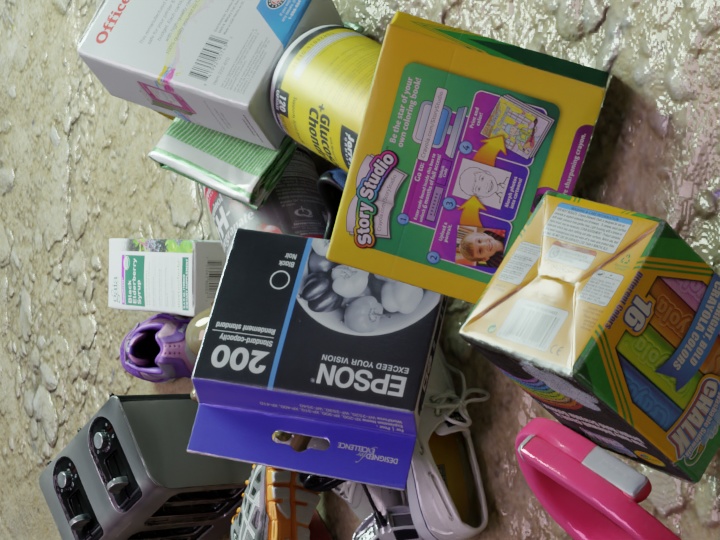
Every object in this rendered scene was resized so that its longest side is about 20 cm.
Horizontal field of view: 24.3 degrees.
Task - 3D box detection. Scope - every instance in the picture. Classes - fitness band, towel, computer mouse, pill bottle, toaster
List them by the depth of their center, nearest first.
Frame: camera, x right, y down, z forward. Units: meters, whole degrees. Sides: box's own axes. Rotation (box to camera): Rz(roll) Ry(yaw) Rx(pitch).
[{"bbox_3d":[0.182,0.180,1.200,0.200,0.037,0.144,32,160,50],"label":"fitness band"},{"bbox_3d":[0.020,-0.130,1.433,0.200,0.112,0.112,34,118,43],"label":"pill bottle"},{"bbox_3d":[0.031,0.245,1.457,0.110,0.044,0.200,-23,85,10],"label":"computer mouse"},{"bbox_3d":[-0.098,-0.164,1.577,0.153,0.023,0.200,24,78,36],"label":"towel"},{"bbox_3d":[-0.087,-0.060,1.602,0.111,0.111,0.200,-52,49,43],"label":"pill bottle"},{"bbox_3d":[-0.204,0.212,1.727,0.181,0.200,0.119,-44,58,38],"label":"toaster"}]

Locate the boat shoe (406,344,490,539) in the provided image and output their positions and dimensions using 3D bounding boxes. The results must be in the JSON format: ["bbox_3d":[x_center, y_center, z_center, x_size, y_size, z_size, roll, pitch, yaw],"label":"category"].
[{"bbox_3d":[0.069,0.128,1.408,0.086,0.075,0.202,-24,73,54],"label":"boat shoe"}]

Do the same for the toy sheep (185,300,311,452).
[{"bbox_3d":[-0.068,0.086,1.493,0.200,0.138,0.138,23,114,17],"label":"toy sheep"}]

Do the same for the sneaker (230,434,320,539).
[{"bbox_3d":[-0.088,0.231,1.601,0.077,0.078,0.200,-9,65,39],"label":"sneaker"}]

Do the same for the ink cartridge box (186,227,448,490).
[{"bbox_3d":[-0.036,0.070,1.398,0.198,0.043,0.200,7,69,16],"label":"ink cartridge box"}]

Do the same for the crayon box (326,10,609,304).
[{"bbox_3d":[0.081,-0.081,1.307,0.058,0.172,0.200,-63,-10,-67],"label":"crayon box"}]

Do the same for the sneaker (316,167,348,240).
[{"bbox_3d":[0.000,0.000,1.494,0.079,0.089,0.200,-32,67,52],"label":"sneaker"}]

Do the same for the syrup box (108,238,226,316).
[{"bbox_3d":[-0.193,0.006,1.787,0.200,0.081,0.079,3,92,55],"label":"syrup box"}]

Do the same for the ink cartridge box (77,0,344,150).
[{"bbox_3d":[-0.139,-0.215,1.545,0.200,0.085,0.145,21,73,25],"label":"ink cartridge box"}]

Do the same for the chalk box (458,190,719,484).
[{"bbox_3d":[0.192,0.057,1.153,0.125,0.200,0.124,19,73,53],"label":"chalk box"}]

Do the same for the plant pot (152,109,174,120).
[{"bbox_3d":[-0.177,-0.234,1.704,0.200,0.142,0.200,3,93,56],"label":"plant pot"}]

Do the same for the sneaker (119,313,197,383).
[{"bbox_3d":[-0.225,0.085,1.831,0.200,0.088,0.081,-6,87,57],"label":"sneaker"}]

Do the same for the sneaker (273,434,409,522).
[{"bbox_3d":[-0.031,0.176,1.540,0.200,0.092,0.076,51,131,42],"label":"sneaker"}]

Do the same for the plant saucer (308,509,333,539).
[{"bbox_3d":[-0.077,0.334,1.663,0.200,0.037,0.200,56,135,39],"label":"plant saucer"}]
